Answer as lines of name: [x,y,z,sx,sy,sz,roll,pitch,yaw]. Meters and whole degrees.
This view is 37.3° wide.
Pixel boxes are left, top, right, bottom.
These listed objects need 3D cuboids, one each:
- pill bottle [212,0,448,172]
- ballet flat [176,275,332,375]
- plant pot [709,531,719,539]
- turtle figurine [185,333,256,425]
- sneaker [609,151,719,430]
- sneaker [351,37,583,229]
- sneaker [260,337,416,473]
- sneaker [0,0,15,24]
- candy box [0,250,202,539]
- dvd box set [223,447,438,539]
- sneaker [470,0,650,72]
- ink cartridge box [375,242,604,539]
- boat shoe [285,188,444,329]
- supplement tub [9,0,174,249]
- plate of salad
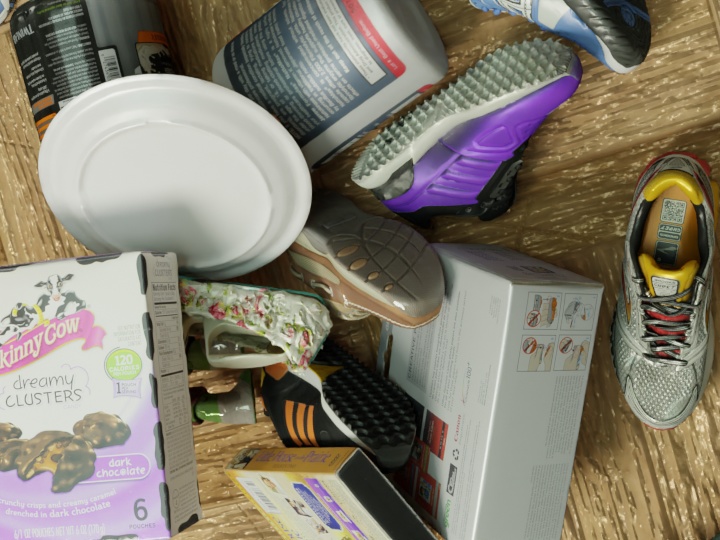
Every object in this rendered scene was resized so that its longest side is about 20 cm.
pill bottle: [-0.044,-0.144,0.821,0.199,0.119,0.120,-33,86,21]
ballet flat: [-0.121,0.040,0.822,0.198,0.076,0.064,6,66,14]
plant pot: [0.288,0.256,0.727,0.196,0.200,0.201,-44,82,28]
turtle figurine: [-0.192,0.086,0.918,0.192,0.200,0.145,-10,88,-3]
sneaker: [0.215,0.017,0.769,0.077,0.082,0.202,2,99,20]
sneaker: [0.095,-0.091,0.796,0.199,0.070,0.100,-27,118,38]
sneaker: [-0.022,0.122,0.844,0.200,0.069,0.091,37,122,52]
sneaker: [-0.397,-0.243,0.960,0.198,0.077,0.076,-10,93,20]
candy box: [-0.213,0.093,0.776,0.166,0.072,0.202,-7,89,11]
dvd box set: [-0.014,0.197,0.824,0.147,0.029,0.200,51,152,-12]
sneaker: [0.127,-0.215,0.776,0.200,0.076,0.077,46,136,6]
ink cartridge box: [0.085,0.085,0.809,0.175,0.083,0.202,28,113,61]
boat shoe: [0.000,0.000,0.823,0.200,0.075,0.072,39,141,52]
supplement tub: [-0.206,-0.125,0.882,0.122,0.122,0.202,-13,94,21]
plate of salad: [-0.134,-0.067,0.787,0.198,0.048,0.201,0,137,0]
